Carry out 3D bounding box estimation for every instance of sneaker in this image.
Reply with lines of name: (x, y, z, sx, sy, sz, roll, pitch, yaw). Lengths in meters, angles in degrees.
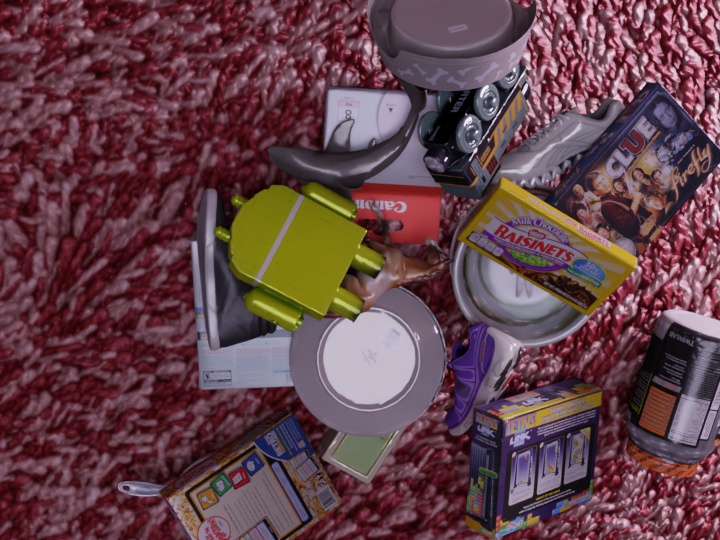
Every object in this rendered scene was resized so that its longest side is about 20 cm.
sneaker: (0.247, -0.161, 1.432, 0.200, 0.075, 0.081, -18, 119, -5)
sneaker: (0.149, 0.137, 1.487, 0.083, 0.081, 0.200, 38, 137, 19)
sneaker: (-0.147, -0.005, 1.402, 0.099, 0.071, 0.200, -6, 100, -13)

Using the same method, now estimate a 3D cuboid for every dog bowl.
dog bowl: (0.108, -0.289, 1.347, 0.200, 0.200, 0.059, -6, 138, -1)

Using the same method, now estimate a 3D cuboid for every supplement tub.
supplement tub: (0.426, 0.162, 1.500, 0.122, 0.123, 0.200, 14, 103, -6)

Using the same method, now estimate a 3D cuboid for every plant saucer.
plant saucer: (0.215, -0.002, 1.464, 0.200, 0.050, 0.200, -1, 104, -2)

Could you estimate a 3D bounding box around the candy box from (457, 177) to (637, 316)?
candy box: (0.229, -0.027, 1.398, 0.200, 0.026, 0.102, 29, 128, -9)

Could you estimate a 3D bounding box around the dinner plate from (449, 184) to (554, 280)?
dinner plate: (0.215, -0.017, 1.497, 0.200, 0.024, 0.200, -1, 104, -3)

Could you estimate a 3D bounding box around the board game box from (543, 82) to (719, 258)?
board game box: (0.341, -0.114, 1.411, 0.135, 0.035, 0.200, 41, 88, -19)

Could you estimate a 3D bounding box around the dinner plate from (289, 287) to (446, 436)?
dinner plate: (0.010, 0.112, 1.441, 0.200, 0.024, 0.200, 0, 90, -4)

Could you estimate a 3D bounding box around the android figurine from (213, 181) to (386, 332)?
android figurine: (-0.075, -0.022, 1.356, 0.200, 0.041, 0.182, 26, 72, -4)

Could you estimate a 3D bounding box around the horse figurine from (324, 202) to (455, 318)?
horse figurine: (0.000, 0.000, 1.411, 0.200, 0.050, 0.133, -35, 77, -18)

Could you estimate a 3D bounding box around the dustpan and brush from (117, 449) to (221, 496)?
dustpan and brush: (-0.224, 0.297, 1.534, 0.200, 0.057, 0.140, 10, 103, -5)

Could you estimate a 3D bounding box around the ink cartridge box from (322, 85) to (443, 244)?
ink cartridge box: (0.032, -0.131, 1.449, 0.162, 0.057, 0.200, 3, 99, -4)

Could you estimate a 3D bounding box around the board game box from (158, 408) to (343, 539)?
board game box: (-0.142, 0.301, 1.508, 0.200, 0.046, 0.152, -32, 104, -20)

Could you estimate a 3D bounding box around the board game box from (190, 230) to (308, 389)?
board game box: (-0.141, 0.049, 1.477, 0.147, 0.064, 0.200, -1, 105, -3)

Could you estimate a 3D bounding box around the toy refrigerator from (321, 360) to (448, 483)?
toy refrigerator: (0.030, 0.177, 1.513, 0.076, 0.070, 0.200, 31, 100, -9)

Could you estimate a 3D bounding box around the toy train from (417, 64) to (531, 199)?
toy train: (0.144, -0.184, 1.389, 0.200, 0.085, 0.114, -58, 136, -23)

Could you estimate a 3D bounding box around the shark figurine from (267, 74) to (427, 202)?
shark figurine: (0.008, -0.137, 1.383, 0.214, 0.090, 0.128, -26, 118, 15)

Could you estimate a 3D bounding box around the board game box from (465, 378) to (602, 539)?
board game box: (0.228, 0.243, 1.491, 0.200, 0.057, 0.166, -9, 107, -40)
